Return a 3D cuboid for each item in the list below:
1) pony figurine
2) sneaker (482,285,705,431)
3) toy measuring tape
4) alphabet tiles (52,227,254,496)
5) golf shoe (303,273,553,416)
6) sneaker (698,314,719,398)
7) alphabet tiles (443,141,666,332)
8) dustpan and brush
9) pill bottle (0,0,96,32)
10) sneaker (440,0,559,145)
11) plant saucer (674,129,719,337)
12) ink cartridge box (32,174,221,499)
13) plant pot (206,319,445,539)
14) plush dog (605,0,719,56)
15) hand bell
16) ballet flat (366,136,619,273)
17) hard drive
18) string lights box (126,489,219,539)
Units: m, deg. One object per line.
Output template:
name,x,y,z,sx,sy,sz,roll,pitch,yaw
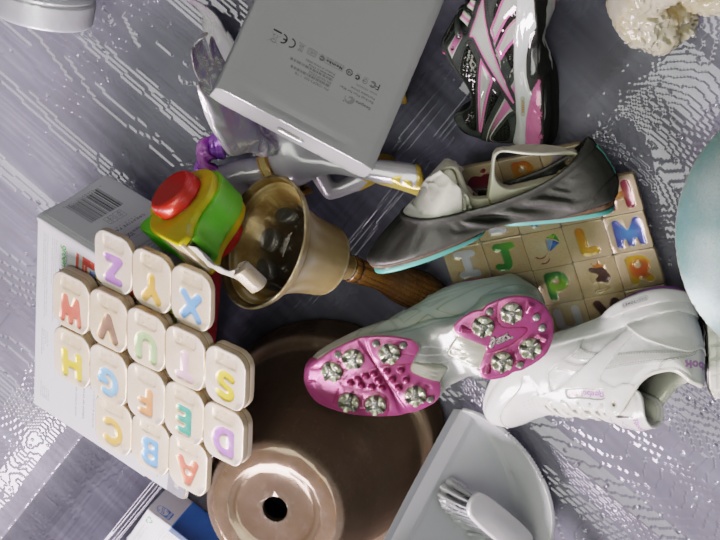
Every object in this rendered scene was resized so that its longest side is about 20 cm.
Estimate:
pony figurine,-0.063,-0.120,1.691,0.199,0.167,0.194,-12,112,4
sneaker,0.179,0.088,1.683,0.200,0.075,0.100,-29,60,31
toy measuring tape,-0.105,-0.034,1.606,0.073,0.200,0.074,-7,105,-27
alphabet tiles,-0.161,0.072,1.660,0.200,0.015,0.196,24,125,31
golf shoe,0.053,0.056,1.692,0.199,0.092,0.076,-15,114,7
sneaker,0.303,-0.002,1.660,0.089,0.079,0.201,-4,109,2
alphabet tiles,0.151,-0.004,1.703,0.166,0.006,0.201,-10,118,19
dustpan and brush,0.127,0.220,1.766,0.200,0.140,0.057,39,161,-32
pill bottle,-0.235,-0.294,1.693,0.112,0.112,0.201,16,110,11
sneaker,0.101,-0.186,1.649,0.086,0.080,0.201,3,107,16
plant saucer,0.332,-0.028,1.602,0.200,0.039,0.202,-1,94,-12
ink cartridge box,-0.173,0.056,1.742,0.175,0.084,0.201,31,133,25
plant pot,-0.044,0.157,1.745,0.199,0.175,0.201,4,107,15
plush dog,0.272,-0.252,1.558,0.171,0.160,0.201,-10,107,-9
hand bell,0.000,0.000,1.695,0.104,0.200,0.105,-21,61,45
ballet flat,0.094,-0.057,1.638,0.199,0.068,0.069,-16,106,2
hard drive,-0.015,-0.186,1.623,0.132,0.201,0.026,27,157,-12
string lights box,-0.120,0.290,1.869,0.200,0.059,0.103,37,113,2
